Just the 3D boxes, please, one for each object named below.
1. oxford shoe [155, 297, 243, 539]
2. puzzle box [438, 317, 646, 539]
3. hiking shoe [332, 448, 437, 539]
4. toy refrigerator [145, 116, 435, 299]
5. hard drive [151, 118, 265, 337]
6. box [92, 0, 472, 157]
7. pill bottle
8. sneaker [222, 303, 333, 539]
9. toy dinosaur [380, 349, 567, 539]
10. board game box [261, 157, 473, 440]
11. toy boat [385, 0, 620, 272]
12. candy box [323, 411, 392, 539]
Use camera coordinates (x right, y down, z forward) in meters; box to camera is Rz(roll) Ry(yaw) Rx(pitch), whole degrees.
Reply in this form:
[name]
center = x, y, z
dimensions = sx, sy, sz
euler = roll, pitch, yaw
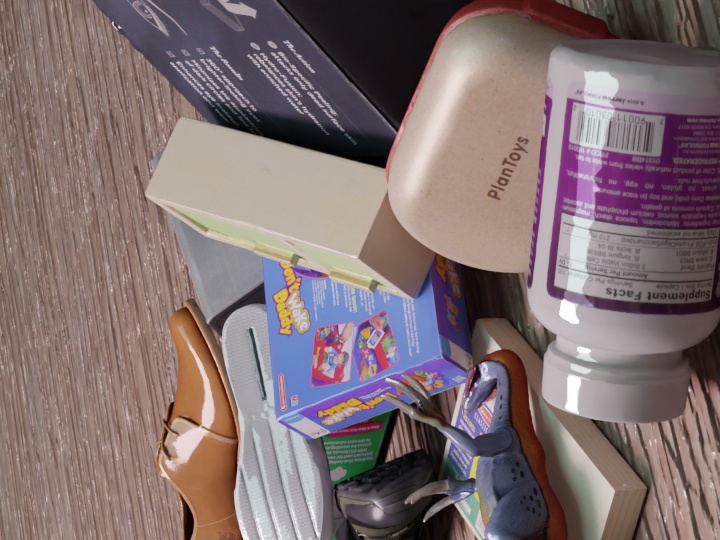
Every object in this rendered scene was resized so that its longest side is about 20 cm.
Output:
[oxford shoe]
center = -0.123, 0.121, 1.640
dimensions = 0.071, 0.071, 0.201
euler = -139, 38, -69
[puzzle box]
center = 0.113, 0.137, 1.415
dimensions = 0.200, 0.025, 0.134
euler = -126, 41, -51
[hiking shoe]
center = 0.026, 0.189, 1.553
dimensions = 0.200, 0.075, 0.101
euler = 123, 124, -77
[toy refrigerator]
center = -0.046, -0.041, 1.481
dimensions = 0.199, 0.076, 0.070
euler = 16, 78, 38
[hard drive]
center = -0.077, -0.057, 1.661
dimensions = 0.139, 0.033, 0.200
euler = -35, 42, 10
[box]
center = -0.053, -0.179, 1.476
dimensions = 0.199, 0.197, 0.118
euler = 3, 55, 51
[pill bottle]
center = 0.151, -0.022, 1.219
dimensions = 0.112, 0.112, 0.201
euler = -149, 61, -61
[sneaker]
center = -0.049, 0.123, 1.551
dimensions = 0.073, 0.071, 0.201
euler = -11, 78, 21
[toy dinosaur]
center = 0.094, 0.140, 1.370
dimensions = 0.105, 0.199, 0.182
euler = 108, -174, -61
[board game box]
center = 0.000, 0.000, 1.508
dimensions = 0.134, 0.045, 0.201
euler = -21, 58, 26
[toy boat]
center = 0.096, -0.098, 1.356
dimensions = 0.131, 0.130, 0.201
euler = -74, 6, -47
[candy box]
center = -0.041, 0.084, 1.682
dimensions = 0.169, 0.077, 0.201
euler = -122, 38, -48
